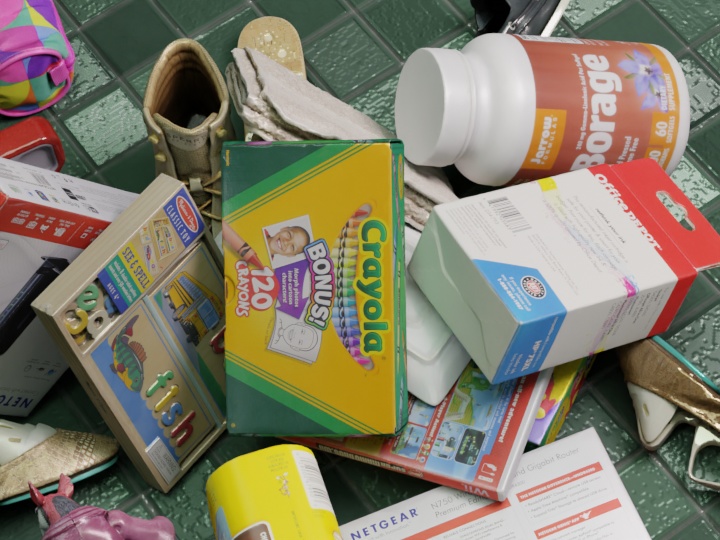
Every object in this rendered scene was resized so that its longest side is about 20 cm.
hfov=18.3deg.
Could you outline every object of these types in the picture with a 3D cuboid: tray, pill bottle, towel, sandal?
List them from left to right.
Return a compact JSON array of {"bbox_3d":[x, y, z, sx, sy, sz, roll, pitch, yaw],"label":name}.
[{"bbox_3d":[-0.057,-0.120,1.717,0.077,0.070,0.212,-13,60,-5],"label":"sandal"},{"bbox_3d":[-0.008,-0.093,1.630,0.200,0.035,0.133,29,16,-21],"label":"towel"},{"bbox_3d":[0.000,0.000,1.579,0.200,0.022,0.107,33,69,10],"label":"tray"},{"bbox_3d":[0.132,-0.116,1.645,0.200,0.112,0.112,1,57,-24],"label":"pill bottle"}]

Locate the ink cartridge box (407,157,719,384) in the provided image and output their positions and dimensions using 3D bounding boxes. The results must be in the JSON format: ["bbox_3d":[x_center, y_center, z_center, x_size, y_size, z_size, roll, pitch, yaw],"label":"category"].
[{"bbox_3d":[0.149,-0.004,1.560,0.200,0.067,0.116,-14,53,-32],"label":"ink cartridge box"}]

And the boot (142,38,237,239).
[{"bbox_3d":[-0.118,-0.051,1.630,0.073,0.156,0.200,-2,60,1],"label":"boot"}]

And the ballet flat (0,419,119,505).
[{"bbox_3d":[-0.269,0.143,1.570,0.200,0.071,0.065,-24,98,-12],"label":"ballet flat"}]

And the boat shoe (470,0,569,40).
[{"bbox_3d":[0.112,-0.195,1.745,0.066,0.074,0.200,32,71,-14],"label":"boat shoe"}]

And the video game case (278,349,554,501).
[{"bbox_3d":[0.030,0.073,1.581,0.200,0.017,0.143,14,62,17],"label":"video game case"}]

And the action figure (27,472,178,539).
[{"bbox_3d":[-0.171,0.221,1.488,0.134,0.149,0.200,-33,77,-9],"label":"action figure"}]

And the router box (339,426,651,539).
[{"bbox_3d":[0.107,0.224,1.522,0.200,0.049,0.180,-20,61,-9],"label":"router box"}]

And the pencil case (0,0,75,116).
[{"bbox_3d":[-0.286,-0.221,1.780,0.088,0.088,0.200,-17,62,-7],"label":"pencil case"}]

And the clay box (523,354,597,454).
[{"bbox_3d":[0.121,0.033,1.631,0.115,0.048,0.200,21,65,16],"label":"clay box"}]

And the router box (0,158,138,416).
[{"bbox_3d":[-0.247,0.014,1.529,0.180,0.200,0.049,-49,65,15],"label":"router box"}]

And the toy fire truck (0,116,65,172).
[{"bbox_3d":[-0.302,-0.026,1.617,0.200,0.168,0.112,-24,61,-11],"label":"toy fire truck"}]

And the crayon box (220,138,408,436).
[{"bbox_3d":[-0.030,0.011,1.525,0.118,0.058,0.201,-1,94,10],"label":"crayon box"}]

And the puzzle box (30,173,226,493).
[{"bbox_3d":[-0.136,0.046,1.553,0.025,0.200,0.133,24,62,39],"label":"puzzle box"}]

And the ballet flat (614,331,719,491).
[{"bbox_3d":[0.244,0.111,1.581,0.200,0.068,0.072,35,86,16],"label":"ballet flat"}]

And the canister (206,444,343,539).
[{"bbox_3d":[-0.036,0.232,1.469,0.086,0.149,0.200,-16,58,-7],"label":"canister"}]
